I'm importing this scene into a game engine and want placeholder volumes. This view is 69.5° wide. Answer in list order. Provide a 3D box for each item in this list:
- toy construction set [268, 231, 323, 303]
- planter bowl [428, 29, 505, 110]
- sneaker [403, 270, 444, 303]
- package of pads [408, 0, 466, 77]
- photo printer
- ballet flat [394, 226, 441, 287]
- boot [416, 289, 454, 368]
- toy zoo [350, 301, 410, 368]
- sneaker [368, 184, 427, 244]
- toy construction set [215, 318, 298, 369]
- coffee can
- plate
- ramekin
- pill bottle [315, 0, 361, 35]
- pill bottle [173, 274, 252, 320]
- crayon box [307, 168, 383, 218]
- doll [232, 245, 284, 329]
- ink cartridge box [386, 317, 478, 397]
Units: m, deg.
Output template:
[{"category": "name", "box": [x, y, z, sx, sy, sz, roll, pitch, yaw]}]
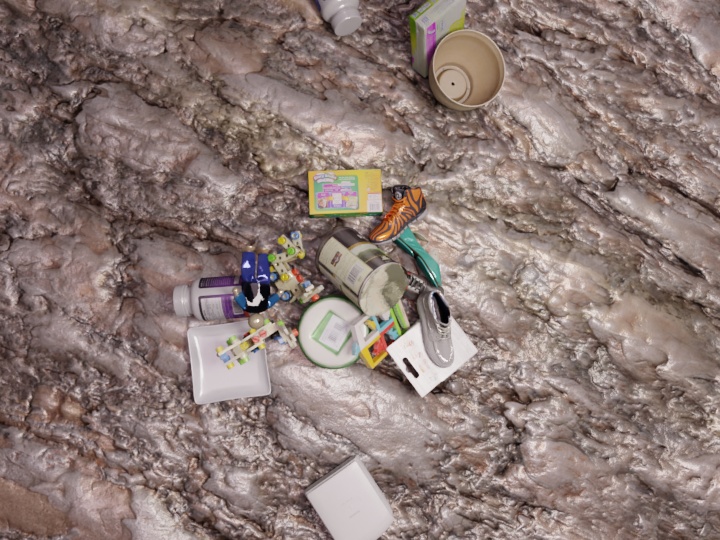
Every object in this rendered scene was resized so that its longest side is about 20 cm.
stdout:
[{"category": "toy construction set", "box": [-0.169, 0.007, 1.348, 0.131, 0.092, 0.200, -36, 67, 13]}, {"category": "planter bowl", "box": [0.269, -0.520, 1.398, 0.200, 0.135, 0.201, 0, 90, -11]}, {"category": "sneaker", "box": [0.131, 0.038, 1.374, 0.200, 0.082, 0.077, 18, 84, -1]}, {"category": "package of pads", "box": [0.207, -0.636, 1.381, 0.154, 0.200, 0.068, -42, 73, -6]}, {"category": "photo printer", "box": [-0.022, 0.601, 1.322, 0.166, 0.069, 0.200, -33, 87, -5]}, {"category": "ballet flat", "box": [0.166, -0.047, 1.374, 0.070, 0.067, 0.200, -37, 69, -8]}, {"category": "boot", "box": [0.197, 0.147, 1.304, 0.073, 0.096, 0.200, -17, 83, -14]}, {"category": "toy zoo", "box": [0.046, 0.155, 1.316, 0.200, 0.020, 0.131, -38, 117, -36]}, {"category": "sneaker", "box": [0.088, -0.157, 1.359, 0.200, 0.078, 0.112, -39, 131, -25]}, {"category": "toy construction set", "box": [-0.253, 0.173, 1.292, 0.200, 0.131, 0.092, -18, 85, -6]}, {"category": "coffee can", "box": [0.000, 0.000, 1.296, 0.146, 0.146, 0.200, -46, 50, -5]}, {"category": "plate", "box": [-0.343, 0.237, 1.363, 0.200, 0.032, 0.200, -8, 86, -3]}, {"category": "ramekin", "box": [-0.069, 0.160, 1.347, 0.200, 0.098, 0.200, 0, 84, -2]}, {"category": "pill bottle", "box": [-0.071, -0.759, 1.427, 0.112, 0.112, 0.200, -23, 87, -4]}, {"category": "pill bottle", "box": [-0.370, 0.072, 1.338, 0.200, 0.111, 0.112, -4, 85, -3]}, {"category": "crayon box", "box": [-0.042, -0.207, 1.403, 0.200, 0.058, 0.119, -2, 84, -2]}, {"category": "doll", "box": [-0.252, 0.044, 1.277, 0.136, 0.048, 0.200, 9, 72, -35]}, {"category": "ink cartridge box", "box": [0.185, 0.209, 1.363, 0.200, 0.050, 0.161, -36, 88, -13]}]
